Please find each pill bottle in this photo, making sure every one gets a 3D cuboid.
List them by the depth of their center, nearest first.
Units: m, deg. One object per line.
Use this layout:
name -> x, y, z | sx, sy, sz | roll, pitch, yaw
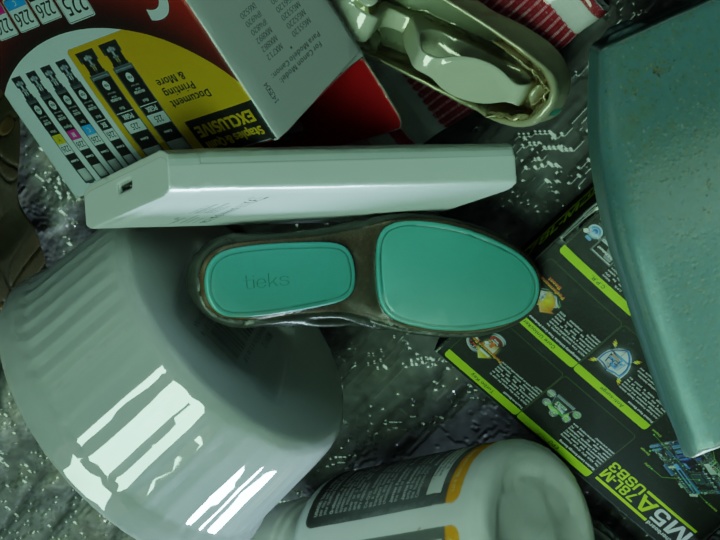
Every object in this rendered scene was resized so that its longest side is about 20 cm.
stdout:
pill bottle -> 0.032, 0.171, 1.550 | 0.199, 0.117, 0.117 | -15, 116, 41

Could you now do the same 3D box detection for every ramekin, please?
ramekin -> -0.102, 0.056, 1.493 | 0.200, 0.201, 0.098 | 44, 114, -12

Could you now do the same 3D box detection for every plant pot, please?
plant pot -> 0.207, -0.048, 1.320 | 0.195, 0.196, 0.201 | -25, 94, 5

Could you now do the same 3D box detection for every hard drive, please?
hard drive -> -0.034, -0.045, 1.402 | 0.132, 0.199, 0.027 | 163, 103, -64

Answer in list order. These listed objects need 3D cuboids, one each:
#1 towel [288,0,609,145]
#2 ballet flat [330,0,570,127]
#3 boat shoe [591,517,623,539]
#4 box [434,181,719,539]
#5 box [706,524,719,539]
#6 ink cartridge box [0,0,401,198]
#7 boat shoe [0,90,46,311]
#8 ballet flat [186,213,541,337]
towel -> 0.018, -0.142, 1.438 | 0.199, 0.023, 0.144 | -33, 107, 30
ballet flat -> 0.023, -0.134, 1.391 | 0.199, 0.070, 0.070 | 27, 124, -4
boat shoe -> 0.184, 0.225, 1.580 | 0.200, 0.074, 0.068 | 49, 136, -4
box -> 0.177, 0.044, 1.489 | 0.200, 0.048, 0.193 | 40, 125, -10
box -> 0.226, 0.234, 1.493 | 0.200, 0.106, 0.122 | -46, 105, -9
ink cartridge box -> -0.101, -0.111, 1.407 | 0.199, 0.084, 0.176 | -13, 117, 52
boat shoe -> -0.241, -0.055, 1.538 | 0.067, 0.072, 0.202 | 6, 117, 30
ballet flat -> 0.000, 0.000, 1.459 | 0.198, 0.068, 0.069 | 3, 93, -11
